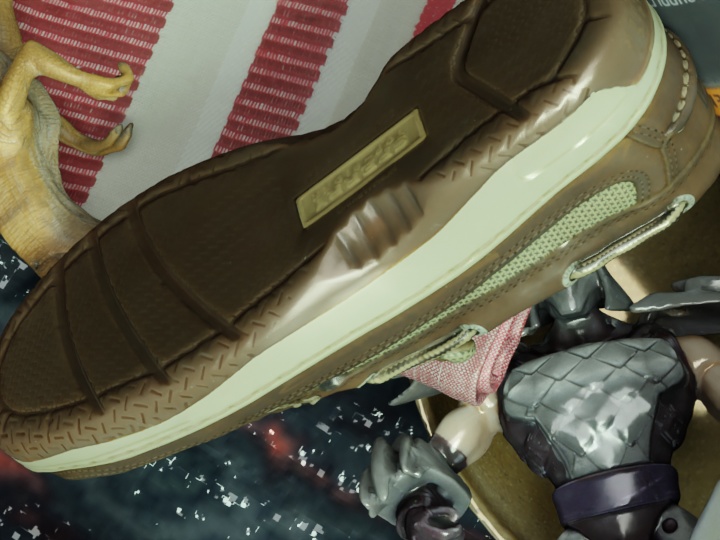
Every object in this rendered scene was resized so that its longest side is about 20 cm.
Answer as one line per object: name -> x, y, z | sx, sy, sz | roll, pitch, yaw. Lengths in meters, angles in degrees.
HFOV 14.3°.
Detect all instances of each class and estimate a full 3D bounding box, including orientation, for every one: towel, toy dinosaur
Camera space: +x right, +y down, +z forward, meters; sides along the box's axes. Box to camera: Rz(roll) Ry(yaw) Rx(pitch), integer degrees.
towel -> -0.025, -0.061, 0.792 | 0.200, 0.023, 0.144 | 20, 82, 24
toy dinosaur -> -0.124, -0.065, 0.777 | 0.200, 0.060, 0.106 | 36, 85, 20

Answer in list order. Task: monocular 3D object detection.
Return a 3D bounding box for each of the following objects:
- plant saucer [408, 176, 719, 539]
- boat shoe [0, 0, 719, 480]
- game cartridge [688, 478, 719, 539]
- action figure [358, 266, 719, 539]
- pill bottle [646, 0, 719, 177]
plant saucer -> 0.110, 0.008, 0.821 | 0.200, 0.035, 0.201 | 0, 85, -1
boat shoe -> 0.001, 0.005, 0.709 | 0.202, 0.075, 0.075 | -29, 44, 24
game cartridge -> 0.160, 0.077, 0.681 | 0.200, 0.038, 0.130 | 6, 122, -33
action figure -> 0.071, 0.075, 0.756 | 0.130, 0.069, 0.200 | -14, 75, 15
pill bottle -> 0.144, -0.041, 0.734 | 0.106, 0.106, 0.200 | -37, 114, -5
